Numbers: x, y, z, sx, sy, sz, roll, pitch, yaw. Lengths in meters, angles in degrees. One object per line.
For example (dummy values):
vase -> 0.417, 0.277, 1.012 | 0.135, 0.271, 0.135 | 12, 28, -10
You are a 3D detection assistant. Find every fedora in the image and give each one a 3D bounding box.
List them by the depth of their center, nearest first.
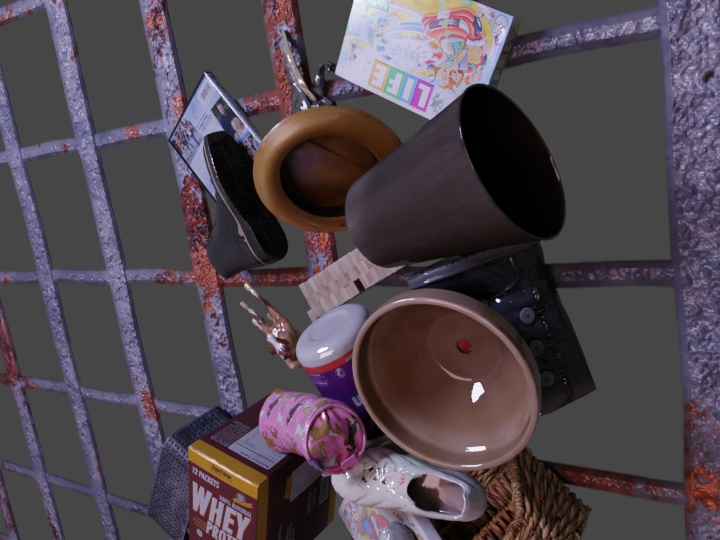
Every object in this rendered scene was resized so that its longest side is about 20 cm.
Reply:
fedora -> -0.039, -0.137, 0.803 | 0.201, 0.198, 0.083 | -50, 39, 34

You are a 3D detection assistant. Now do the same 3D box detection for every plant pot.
plant pot -> 0.098, 0.100, 0.684 | 0.198, 0.093, 0.204 | 13, 120, 23

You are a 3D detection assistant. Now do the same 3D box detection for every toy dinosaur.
toy dinosaur -> -0.063, -0.227, 0.847 | 0.087, 0.047, 0.204 | -7, 97, 42

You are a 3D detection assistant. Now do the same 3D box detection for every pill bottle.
pill bottle -> 0.007, 0.152, 0.857 | 0.111, 0.113, 0.202 | -17, 114, 36

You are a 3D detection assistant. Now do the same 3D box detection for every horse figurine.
horse figurine -> -0.114, 0.097, 0.934 | 0.132, 0.050, 0.201 | 43, 166, 21

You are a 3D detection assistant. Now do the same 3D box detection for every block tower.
block tower -> 0.000, 0.000, 0.868 | 0.199, 0.054, 0.058 | -34, 84, 36

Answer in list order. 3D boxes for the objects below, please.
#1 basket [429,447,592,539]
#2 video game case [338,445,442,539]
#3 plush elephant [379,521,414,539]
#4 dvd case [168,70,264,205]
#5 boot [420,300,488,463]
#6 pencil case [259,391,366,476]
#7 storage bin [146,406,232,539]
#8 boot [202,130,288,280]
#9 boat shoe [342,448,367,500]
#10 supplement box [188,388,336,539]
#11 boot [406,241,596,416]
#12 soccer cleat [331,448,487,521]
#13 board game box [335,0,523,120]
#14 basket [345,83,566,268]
basket -> 0.159, 0.329, 0.805 | 0.149, 0.142, 0.201 | 43, 123, 15
video game case -> 0.048, 0.356, 0.835 | 0.201, 0.023, 0.183 | 54, 142, 29
plush elephant -> 0.018, 0.426, 0.748 | 0.165, 0.153, 0.202 | 48, 139, 34
dvd case -> -0.203, -0.175, 0.974 | 0.201, 0.017, 0.143 | 51, 126, 10
boot -> 0.106, 0.123, 0.778 | 0.071, 0.144, 0.204 | 11, 110, 31
pencil case -> -0.067, 0.202, 0.822 | 0.199, 0.082, 0.088 | -10, 60, 64
storage bin -> -0.275, 0.354, 1.113 | 0.093, 0.135, 0.202 | 32, 120, 22
boot -> -0.205, -0.086, 0.951 | 0.137, 0.077, 0.203 | -22, 92, 41
boat shoe -> -0.018, 0.296, 0.966 | 0.075, 0.071, 0.203 | -4, 102, 47
supplement box -> -0.141, 0.326, 0.974 | 0.131, 0.199, 0.201 | 17, 114, 29
boot -> 0.160, 0.073, 0.741 | 0.162, 0.066, 0.203 | -20, 96, 6
soccer cleat -> 0.047, 0.246, 0.747 | 0.197, 0.077, 0.071 | 1, 75, 27
board game box -> 0.072, -0.258, 0.750 | 0.198, 0.034, 0.136 | 31, 120, 23
basket -> 0.088, -0.080, 0.699 | 0.180, 0.138, 0.199 | 38, 144, -27
